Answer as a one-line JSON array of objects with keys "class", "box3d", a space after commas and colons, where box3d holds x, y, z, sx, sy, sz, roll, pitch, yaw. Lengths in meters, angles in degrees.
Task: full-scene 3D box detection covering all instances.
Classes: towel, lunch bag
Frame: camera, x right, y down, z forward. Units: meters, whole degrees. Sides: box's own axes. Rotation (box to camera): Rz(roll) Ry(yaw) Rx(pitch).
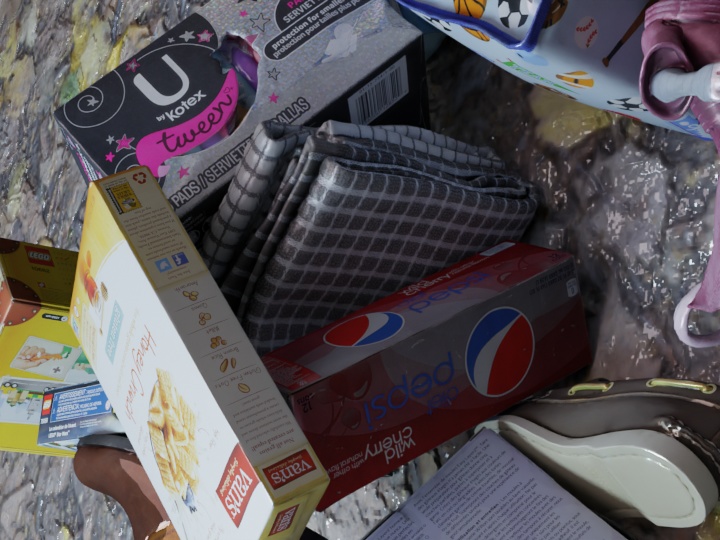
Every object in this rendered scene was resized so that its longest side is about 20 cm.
[{"class": "towel", "box3d": [0.000, 0.000, 0.852, 0.086, 0.198, 0.167, 48, 119, 34]}, {"class": "lunch bag", "box3d": [0.102, -0.164, 0.782, 0.199, 0.169, 0.125, 29, 98, 54]}]

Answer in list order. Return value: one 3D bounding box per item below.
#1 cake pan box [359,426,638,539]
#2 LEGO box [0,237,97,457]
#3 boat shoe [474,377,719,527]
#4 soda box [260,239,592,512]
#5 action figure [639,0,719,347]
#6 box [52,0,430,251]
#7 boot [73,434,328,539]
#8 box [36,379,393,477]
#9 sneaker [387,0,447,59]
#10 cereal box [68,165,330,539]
[{"class": "cake pan box", "box3d": [0.064, 0.194, 0.716, 0.200, 0.053, 0.184, -41, 52, -18]}, {"class": "LEGO box", "box3d": [-0.220, 0.069, 1.142, 0.150, 0.198, 0.078, -57, 41, 26]}, {"class": "boat shoe", "box3d": [0.130, 0.090, 0.767, 0.059, 0.072, 0.199, -44, 13, -21]}, {"class": "soda box", "box3d": [0.032, 0.052, 0.793, 0.063, 0.198, 0.071, 17, 125, 54]}, {"class": "action figure", "box3d": [0.186, -0.083, 0.677, 0.202, 0.133, 0.149, 63, 161, 7]}, {"class": "box", "box3d": [-0.067, -0.086, 0.888, 0.199, 0.133, 0.115, -39, 64, -15]}, {"class": "boot", "box3d": [-0.131, 0.211, 0.834, 0.186, 0.069, 0.202, 24, 76, 18]}, {"class": "box", "box3d": [-0.094, 0.107, 0.953, 0.136, 0.198, 0.041, -13, 67, 51]}, {"class": "sneaker", "box3d": [0.036, -0.239, 0.977, 0.130, 0.079, 0.203, -30, 67, 49]}, {"class": "cereal box", "box3d": [-0.093, 0.065, 0.767, 0.201, 0.039, 0.145, 58, 150, 23]}]
